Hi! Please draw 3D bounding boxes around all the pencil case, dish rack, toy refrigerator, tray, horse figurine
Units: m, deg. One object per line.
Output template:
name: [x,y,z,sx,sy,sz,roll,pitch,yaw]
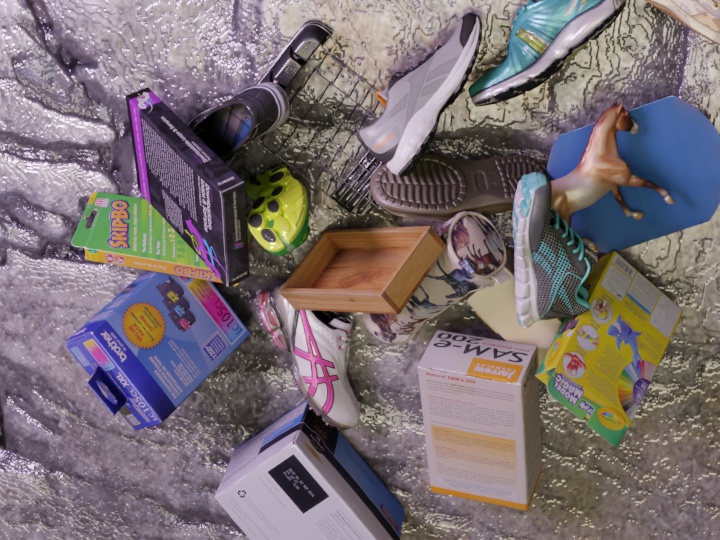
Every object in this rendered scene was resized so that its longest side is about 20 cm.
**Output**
pencil case: [0.081,0.016,1.581,0.200,0.078,0.090,-40,70,47]
dish rack: [-0.027,-0.165,1.582,0.200,0.055,0.153,38,111,-9]
toy refrigerator: [0.213,0.073,1.626,0.200,0.076,0.070,44,109,-10]
tray: [0.000,0.000,1.551,0.037,0.200,0.099,47,65,-25]
horse figurine: [0.249,-0.077,1.536,0.200,0.050,0.133,-39,118,13]

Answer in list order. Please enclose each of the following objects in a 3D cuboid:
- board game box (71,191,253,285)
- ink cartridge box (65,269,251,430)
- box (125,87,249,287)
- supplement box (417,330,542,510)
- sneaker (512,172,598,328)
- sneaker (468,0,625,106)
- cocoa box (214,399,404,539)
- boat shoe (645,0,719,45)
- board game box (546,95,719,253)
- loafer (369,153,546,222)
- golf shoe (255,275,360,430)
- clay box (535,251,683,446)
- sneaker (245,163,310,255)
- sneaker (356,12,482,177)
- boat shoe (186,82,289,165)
board game box: [-0.229,-0.039,1.626,0.199,0.096,0.030,11,136,1]
ink cartridge box: [-0.243,0.089,1.617,0.137,0.200,0.076,53,145,-12]
box: [-0.191,-0.093,1.542,0.036,0.200,0.143,-26,142,-24]
supplement box: [0.143,0.176,1.632,0.126,0.074,0.200,9,128,20]
sneaker: [0.210,-0.025,1.498,0.091,0.078,0.200,-3,133,6]
sneaker: [0.195,-0.254,1.524,0.200,0.077,0.080,-40,83,12]
cocoa box: [-0.058,0.285,1.703,0.133,0.131,0.200,-35,102,17]
boat shoe: [0.362,-0.296,1.478,0.200,0.074,0.069,28,115,-4]
board game box: [0.311,-0.111,1.571,0.199,0.039,0.158,-19,113,15]
loafer: [0.108,-0.086,1.563,0.199,0.067,0.076,0,67,-7]
golf shoe: [-0.043,0.100,1.667,0.092,0.073,0.200,-25,105,13]
clay box: [0.277,0.091,1.568,0.115,0.200,0.048,39,152,-12]
sneaker: [-0.081,-0.059,1.550,0.074,0.200,0.084,-29,111,5]
sneaker: [0.069,-0.202,1.514,0.079,0.074,0.200,32,79,4]
boat shoe: [-0.160,-0.149,1.552,0.200,0.066,0.070,-20,96,45]
